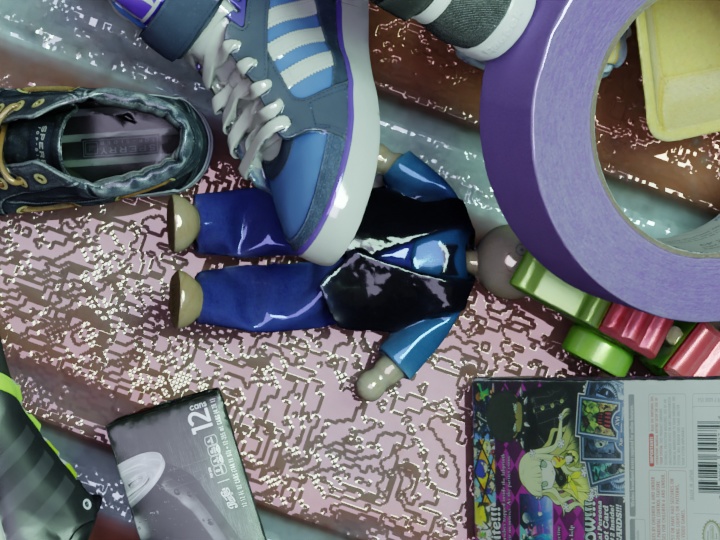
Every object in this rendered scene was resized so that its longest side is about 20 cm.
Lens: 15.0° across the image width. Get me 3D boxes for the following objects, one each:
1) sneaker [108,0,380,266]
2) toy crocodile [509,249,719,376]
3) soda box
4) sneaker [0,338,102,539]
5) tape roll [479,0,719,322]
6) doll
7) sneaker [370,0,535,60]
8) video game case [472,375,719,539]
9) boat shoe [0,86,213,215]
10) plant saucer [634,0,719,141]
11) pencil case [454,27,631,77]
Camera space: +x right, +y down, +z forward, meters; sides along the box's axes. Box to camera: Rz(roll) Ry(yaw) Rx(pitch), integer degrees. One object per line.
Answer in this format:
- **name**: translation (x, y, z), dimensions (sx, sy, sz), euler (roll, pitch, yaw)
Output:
- **sneaker**: translation (-0.071, -0.104, 1.380), dimensions (0.146, 0.081, 0.201), euler (13, 57, -22)
- **toy crocodile**: translation (0.167, 0.041, 1.429), dimensions (0.200, 0.062, 0.068), euler (34, 86, -13)
- **soda box**: translation (-0.073, 0.164, 1.412), dimensions (0.063, 0.071, 0.201), euler (-18, 90, -3)
- **sneaker**: translation (-0.178, 0.113, 1.421), dimensions (0.082, 0.072, 0.201), euler (-7, 90, -28)
- **tape roll**: translation (0.162, -0.078, 1.357), dimensions (0.199, 0.066, 0.201), euler (-3, 98, -20)
- **doll**: translation (0.000, 0.000, 1.434), dimensions (0.199, 0.048, 0.137), euler (-2, 82, -10)
- **sneaker**: translation (0.008, -0.188, 1.358), dimensions (0.112, 0.200, 0.073), euler (25, 109, -35)
- **video game case**: translation (0.131, 0.153, 1.383), dimensions (0.036, 0.181, 0.201), euler (1, 87, -43)
- **boat shoe**: translation (-0.177, -0.065, 1.398), dimensions (0.199, 0.091, 0.071), euler (-5, 88, 2)
- **plant saucer**: translation (0.217, -0.183, 1.425), dimensions (0.199, 0.048, 0.201), euler (-12, 101, -20)
- **pencil case**: translation (0.097, -0.198, 1.428), dimensions (0.090, 0.083, 0.201), euler (1, 87, 16)
